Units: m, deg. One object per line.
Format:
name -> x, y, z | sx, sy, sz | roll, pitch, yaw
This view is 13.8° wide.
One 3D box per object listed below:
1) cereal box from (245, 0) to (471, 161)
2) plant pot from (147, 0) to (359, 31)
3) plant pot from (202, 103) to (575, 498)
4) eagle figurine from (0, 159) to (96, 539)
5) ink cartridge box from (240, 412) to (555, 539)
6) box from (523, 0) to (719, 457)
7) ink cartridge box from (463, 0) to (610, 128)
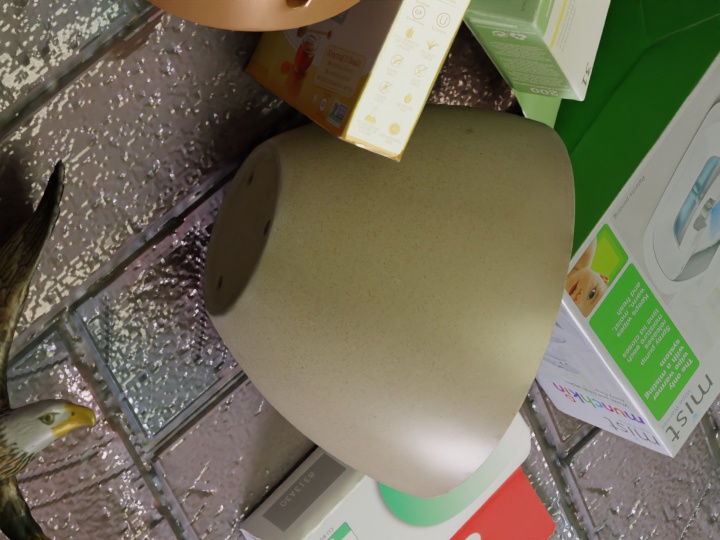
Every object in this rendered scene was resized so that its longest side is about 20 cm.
cereal box -> 0.020, -0.164, 1.430 | 0.039, 0.144, 0.200 | 20, 97, -25
plant pot -> -0.048, -0.203, 1.331 | 0.200, 0.200, 0.140 | -29, 146, -27
plant pot -> 0.000, 0.000, 1.487 | 0.134, 0.200, 0.201 | 18, 100, -21
eagle figurine -> -0.186, 0.060, 1.386 | 0.151, 0.152, 0.200 | -16, 93, 0
ink cartridge box -> 0.038, 0.153, 1.687 | 0.161, 0.050, 0.200 | -45, 132, -14
box -> 0.161, -0.031, 1.652 | 0.200, 0.097, 0.177 | -53, 135, -16
ink cartridge box -> 0.110, -0.154, 1.506 | 0.200, 0.048, 0.146 | 47, 57, -65
